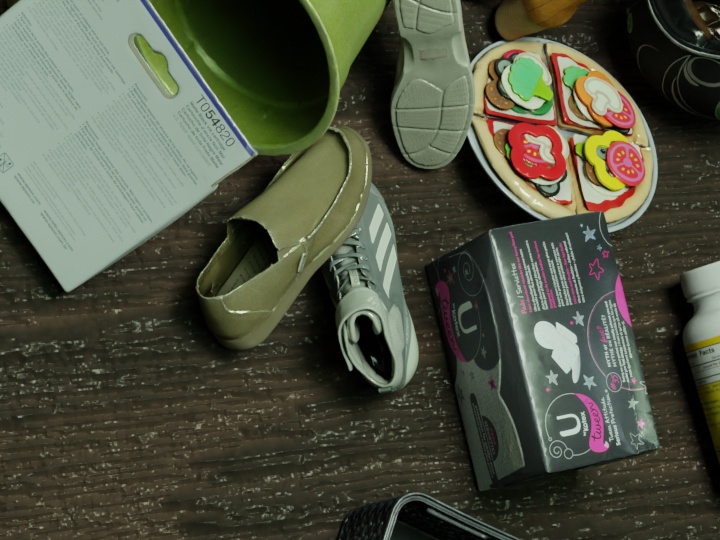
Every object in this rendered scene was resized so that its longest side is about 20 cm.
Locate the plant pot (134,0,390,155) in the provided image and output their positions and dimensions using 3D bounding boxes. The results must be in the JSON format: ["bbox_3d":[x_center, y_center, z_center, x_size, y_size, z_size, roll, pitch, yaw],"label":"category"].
[{"bbox_3d":[-0.054,-0.226,1.620,0.200,0.200,0.190,49,49,-8],"label":"plant pot"}]

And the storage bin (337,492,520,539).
[{"bbox_3d":[0.038,0.290,1.581,0.134,0.094,0.202,27,68,-19],"label":"storage bin"}]

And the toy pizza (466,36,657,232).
[{"bbox_3d":[0.178,-0.124,1.757,0.198,0.032,0.202,14,55,-21],"label":"toy pizza"}]

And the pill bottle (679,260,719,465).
[{"bbox_3d":[0.349,0.088,1.778,0.112,0.112,0.202,-13,84,-29],"label":"pill bottle"}]

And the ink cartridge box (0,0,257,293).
[{"bbox_3d":[-0.200,-0.116,1.509,0.200,0.199,0.041,55,23,-5],"label":"ink cartridge box"}]

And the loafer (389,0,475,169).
[{"bbox_3d":[0.061,-0.180,1.675,0.071,0.201,0.063,2,40,6],"label":"loafer"}]

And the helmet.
[{"bbox_3d":[0.337,-0.225,1.804,0.198,0.191,0.202,-3,76,12],"label":"helmet"}]

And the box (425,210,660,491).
[{"bbox_3d":[0.146,0.069,1.667,0.114,0.132,0.202,-8,81,-25],"label":"box"}]

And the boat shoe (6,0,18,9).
[{"bbox_3d":[-0.216,-0.161,1.574,0.064,0.072,0.202,-23,92,-35],"label":"boat shoe"}]

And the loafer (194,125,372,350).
[{"bbox_3d":[-0.060,-0.032,1.588,0.201,0.076,0.067,-60,145,-9],"label":"loafer"}]

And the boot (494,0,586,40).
[{"bbox_3d":[0.203,-0.288,1.768,0.071,0.144,0.202,42,56,-19],"label":"boot"}]

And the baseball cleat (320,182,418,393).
[{"bbox_3d":[0.000,0.000,1.623,0.069,0.106,0.202,-22,88,9],"label":"baseball cleat"}]
